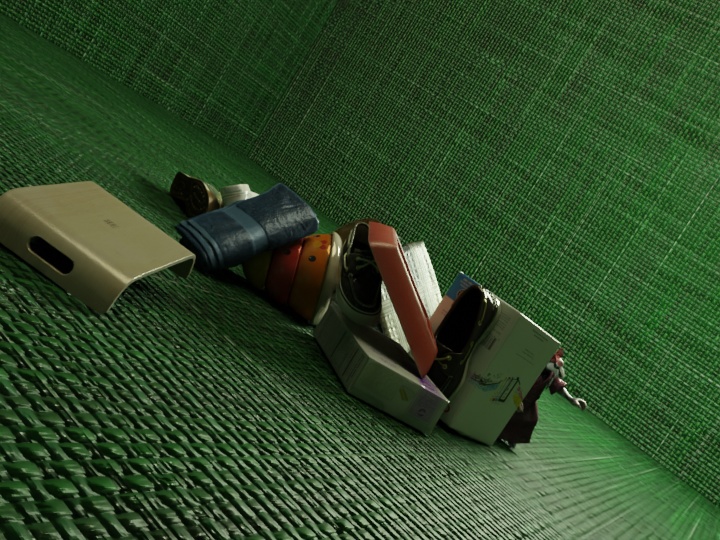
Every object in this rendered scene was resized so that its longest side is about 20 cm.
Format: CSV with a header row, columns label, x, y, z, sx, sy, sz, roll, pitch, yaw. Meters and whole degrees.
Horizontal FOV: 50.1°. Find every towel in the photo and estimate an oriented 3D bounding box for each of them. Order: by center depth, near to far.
label,x,y,z,sx,sy,sz,roll,pitch,yaw
towel,-0.166,-0.065,1.146,0.197,0.049,0.111,-23,44,-32
towel,0.078,0.061,1.337,0.191,0.034,0.205,-18,91,-50

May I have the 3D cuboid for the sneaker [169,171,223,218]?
label,x,y,z,sx,sy,sz,roll,pitch,yaw
sneaker,-0.285,-0.128,1.444,0.089,0.068,0.200,23,8,-37

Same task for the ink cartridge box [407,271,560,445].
label,x,y,z,sx,sy,sz,roll,pitch,yaw
ink cartridge box,0.183,0.142,1.220,0.144,0.202,0.147,30,5,-45

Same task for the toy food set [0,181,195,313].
label,x,y,z,sx,sy,sz,roll,pitch,yaw
toy food set,-0.266,-0.022,0.782,0.142,0.061,0.200,35,14,2

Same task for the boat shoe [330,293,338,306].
label,x,y,z,sx,sy,sz,roll,pitch,yaw
boat shoe,-0.063,0.025,1.470,0.074,0.065,0.202,32,6,-19

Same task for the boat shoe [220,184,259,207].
label,x,y,z,sx,sy,sz,roll,pitch,yaw
boat shoe,-0.214,-0.109,1.417,0.070,0.070,0.200,-8,-4,-7

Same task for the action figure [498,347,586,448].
label,x,y,z,sx,sy,sz,roll,pitch,yaw
action figure,0.285,0.199,1.311,0.131,0.202,0.150,17,30,-25

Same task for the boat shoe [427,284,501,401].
label,x,y,z,sx,sy,sz,roll,pitch,yaw
boat shoe,0.131,0.114,1.127,0.071,0.204,0.060,28,-4,40

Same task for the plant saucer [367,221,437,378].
label,x,y,z,sx,sy,sz,roll,pitch,yaw
plant saucer,0.063,0.029,1.112,0.200,0.036,0.204,-87,155,-79

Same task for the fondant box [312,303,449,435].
label,x,y,z,sx,sy,sz,roll,pitch,yaw
fondant box,0.024,0.135,1.086,0.143,0.059,0.200,31,7,-24

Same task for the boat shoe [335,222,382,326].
label,x,y,z,sx,sy,sz,roll,pitch,yaw
boat shoe,0.000,0.000,1.176,0.069,0.065,0.202,11,36,-15

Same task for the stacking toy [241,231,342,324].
label,x,y,z,sx,sy,sz,roll,pitch,yaw
stacking toy,-0.134,-0.008,1.196,0.195,0.150,0.146,14,8,-8

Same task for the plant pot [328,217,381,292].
label,x,y,z,sx,sy,sz,roll,pitch,yaw
plant pot,-0.036,-0.019,1.399,0.028,0.199,0.200,52,-3,-26

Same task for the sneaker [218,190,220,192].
label,x,y,z,sx,sy,sz,roll,pitch,yaw
sneaker,-0.206,-0.084,1.586,0.197,0.082,0.147,28,-9,13
